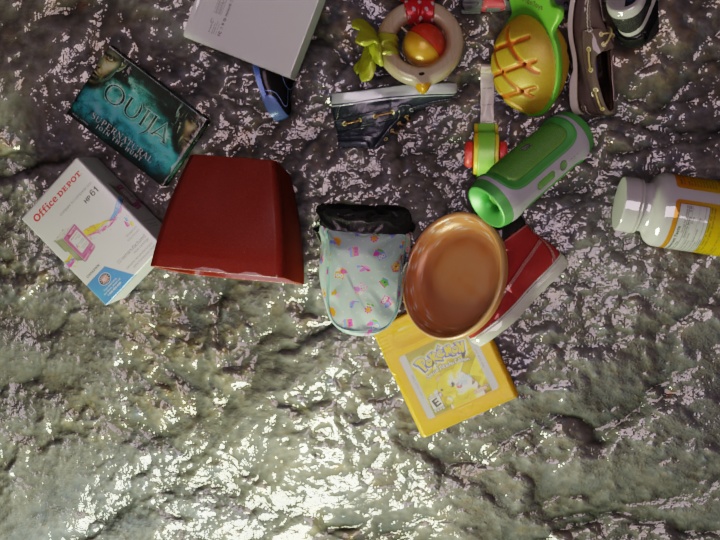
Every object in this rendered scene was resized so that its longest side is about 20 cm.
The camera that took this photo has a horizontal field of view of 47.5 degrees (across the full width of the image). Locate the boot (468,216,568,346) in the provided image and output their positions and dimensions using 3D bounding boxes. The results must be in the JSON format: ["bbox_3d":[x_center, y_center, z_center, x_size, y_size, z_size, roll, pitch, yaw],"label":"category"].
[{"bbox_3d":[0.209,0.008,1.286,0.144,0.072,0.200,43,85,-1],"label":"boot"}]

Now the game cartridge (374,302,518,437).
[{"bbox_3d":[0.138,0.149,1.339,0.176,0.032,0.201,-26,95,9],"label":"game cartridge"}]

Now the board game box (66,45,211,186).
[{"bbox_3d":[-0.361,-0.251,1.334,0.200,0.028,0.136,37,101,0],"label":"board game box"}]

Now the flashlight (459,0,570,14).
[{"bbox_3d":[0.250,-0.426,1.232,0.199,0.068,0.068,-4,137,3],"label":"flashlight"}]

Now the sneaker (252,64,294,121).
[{"bbox_3d":[-0.126,-0.338,1.277,0.077,0.070,0.201,-11,96,14],"label":"sneaker"}]

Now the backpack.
[{"bbox_3d":[0.000,0.000,1.285,0.166,0.127,0.201,4,102,2],"label":"backpack"}]

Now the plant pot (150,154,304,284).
[{"bbox_3d":[-0.190,-0.078,1.268,0.199,0.200,0.177,6,87,5],"label":"plant pot"}]

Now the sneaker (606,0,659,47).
[{"bbox_3d":[0.415,-0.419,1.216,0.073,0.112,0.201,11,66,33],"label":"sneaker"}]

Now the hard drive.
[{"bbox_3d":[-0.162,-0.385,1.240,0.199,0.027,0.133,25,98,18],"label":"hard drive"}]

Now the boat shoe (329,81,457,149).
[{"bbox_3d":[0.055,-0.243,1.279,0.199,0.071,0.091,-5,106,9],"label":"boat shoe"}]

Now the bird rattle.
[{"bbox_3d":[0.079,-0.353,1.226,0.163,0.113,0.200,41,75,5],"label":"bird rattle"}]

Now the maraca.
[{"bbox_3d":[0.250,-0.324,1.200,0.107,0.137,0.201,-22,130,-25],"label":"maraca"}]

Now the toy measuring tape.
[{"bbox_3d":[0.195,-0.218,1.262,0.073,0.074,0.201,2,98,6],"label":"toy measuring tape"}]

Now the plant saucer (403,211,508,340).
[{"bbox_3d":[0.149,0.011,1.265,0.199,0.037,0.201,-16,67,42],"label":"plant saucer"}]

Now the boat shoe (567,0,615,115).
[{"bbox_3d":[0.344,-0.326,1.204,0.059,0.072,0.201,15,124,38],"label":"boat shoe"}]

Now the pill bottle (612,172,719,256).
[{"bbox_3d":[0.488,-0.086,1.230,0.199,0.111,0.112,10,99,5],"label":"pill bottle"}]

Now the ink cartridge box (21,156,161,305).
[{"bbox_3d":[-0.426,-0.067,1.339,0.145,0.085,0.200,-44,91,10],"label":"ink cartridge box"}]

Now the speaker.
[{"bbox_3d":[0.256,-0.152,1.222,0.200,0.088,0.089,-40,93,-17],"label":"speaker"}]
